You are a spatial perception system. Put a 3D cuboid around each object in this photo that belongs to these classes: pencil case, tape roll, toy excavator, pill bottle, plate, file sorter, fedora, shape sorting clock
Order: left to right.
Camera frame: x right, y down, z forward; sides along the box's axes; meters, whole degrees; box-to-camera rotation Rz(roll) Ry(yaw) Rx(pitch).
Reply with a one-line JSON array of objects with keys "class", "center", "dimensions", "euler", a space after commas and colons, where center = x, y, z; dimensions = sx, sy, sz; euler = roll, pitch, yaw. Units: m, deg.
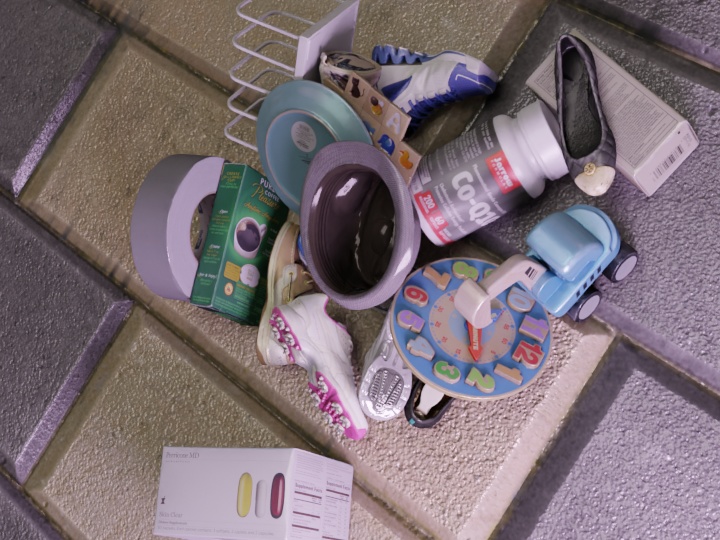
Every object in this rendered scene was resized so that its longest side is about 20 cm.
[{"class": "tape roll", "center": [-0.227, -0.058, 1.623], "dimensions": [0.065, 0.200, 0.203], "euler": [6, 77, 29]}, {"class": "file sorter", "center": [-0.099, -0.268, 1.583], "dimensions": [0.123, 0.139, 0.202], "euler": [24, 131, 16]}, {"class": "plate", "center": [-0.064, -0.144, 1.516], "dimensions": [0.199, 0.026, 0.202], "euler": [21, 127, 31]}, {"class": "pencil case", "center": [-0.027, -0.192, 1.549], "dimensions": [0.078, 0.088, 0.202], "euler": [-123, 34, -48]}, {"class": "fedora", "center": [0.013, -0.056, 1.437], "dimensions": [0.175, 0.090, 0.203], "euler": [-2, 92, 38]}, {"class": "shape sorting clock", "center": [0.133, 0.065, 1.409], "dimensions": [0.197, 0.039, 0.202], "euler": [6, 55, -9]}, {"class": "pill bottle", "center": [0.160, -0.123, 1.483], "dimensions": [0.199, 0.114, 0.115], "euler": [-28, 63, 18]}, {"class": "toy excavator", "center": [0.208, -0.004, 1.369], "dimensions": [0.195, 0.200, 0.100], "euler": [-49, 58, 6]}]

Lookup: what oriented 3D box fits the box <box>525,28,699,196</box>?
[{"class": "box", "center": [0.306, -0.195, 1.447], "dimensions": [0.095, 0.078, 0.200], "euler": [-46, 59, 9]}]

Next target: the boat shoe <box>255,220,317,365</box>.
[{"class": "boat shoe", "center": [-0.092, 0.033, 1.604], "dimensions": [0.065, 0.074, 0.203], "euler": [4, 75, 13]}]

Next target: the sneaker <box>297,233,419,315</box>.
[{"class": "sneaker", "center": [0.000, 0.000, 1.533], "dimensions": [0.198, 0.085, 0.078], "euler": [22, 85, 13]}]

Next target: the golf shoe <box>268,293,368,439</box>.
[{"class": "golf shoe", "center": [-0.035, 0.119, 1.527], "dimensions": [0.091, 0.075, 0.201], "euler": [-30, 88, -28]}]

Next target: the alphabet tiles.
[{"class": "alphabet tiles", "center": [-0.005, -0.143, 1.494], "dimensions": [0.166, 0.006, 0.201], "euler": [42, 133, 20]}]

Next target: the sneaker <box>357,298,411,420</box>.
[{"class": "sneaker", "center": [0.046, 0.089, 1.494], "dimensions": [0.077, 0.099, 0.201], "euler": [31, 83, -10]}]

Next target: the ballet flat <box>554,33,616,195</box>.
[{"class": "ballet flat", "center": [0.256, -0.182, 1.392], "dimensions": [0.066, 0.057, 0.203], "euler": [-18, 69, 26]}]

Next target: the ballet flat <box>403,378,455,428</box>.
[{"class": "ballet flat", "center": [0.122, 0.111, 1.456], "dimensions": [0.068, 0.068, 0.201], "euler": [32, 92, 8]}]

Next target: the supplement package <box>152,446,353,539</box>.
[{"class": "supplement package", "center": [-0.133, 0.287, 1.490], "dimensions": [0.198, 0.155, 0.112], "euler": [-4, 72, 28]}]

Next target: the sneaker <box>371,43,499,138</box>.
[{"class": "sneaker", "center": [0.086, -0.232, 1.587], "dimensions": [0.198, 0.080, 0.117], "euler": [13, 85, 38]}]

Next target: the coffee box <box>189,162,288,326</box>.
[{"class": "coffee box", "center": [-0.162, -0.034, 1.629], "dimensions": [0.044, 0.123, 0.203], "euler": [6, 79, 32]}]
